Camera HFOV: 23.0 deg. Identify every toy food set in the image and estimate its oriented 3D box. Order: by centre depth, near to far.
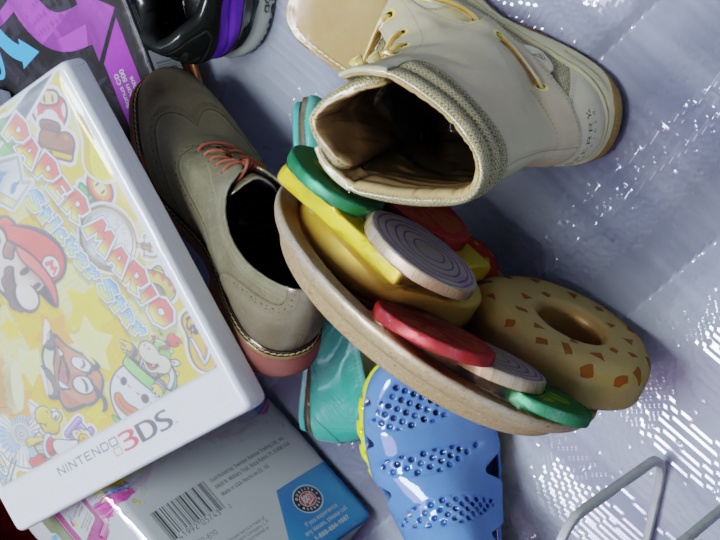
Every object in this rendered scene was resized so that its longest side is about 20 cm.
[{"bbox_3d":[0.044,0.010,0.869,0.200,0.197,0.049,43,110,20],"label":"toy food set"}]

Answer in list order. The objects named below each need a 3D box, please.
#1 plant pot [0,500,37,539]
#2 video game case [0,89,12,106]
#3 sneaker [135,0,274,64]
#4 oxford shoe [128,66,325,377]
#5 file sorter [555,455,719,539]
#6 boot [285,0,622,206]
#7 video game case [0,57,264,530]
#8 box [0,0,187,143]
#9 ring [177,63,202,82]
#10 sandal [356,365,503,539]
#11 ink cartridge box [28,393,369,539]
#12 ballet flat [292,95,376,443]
[{"bbox_3d":[-0.244,0.237,1.159,0.177,0.199,0.202,-26,89,48],"label":"plant pot"},{"bbox_3d":[-0.235,0.011,1.052,0.201,0.017,0.143,-66,28,25],"label":"video game case"},{"bbox_3d":[-0.098,-0.209,0.958,0.069,0.099,0.202,4,107,32],"label":"sneaker"},{"bbox_3d":[-0.065,-0.044,0.942,0.201,0.070,0.075,59,148,27],"label":"oxford shoe"},{"bbox_3d":[0.194,0.194,0.855,0.199,0.138,0.126,22,113,28],"label":"file sorter"},{"bbox_3d":[0.013,-0.096,0.879,0.199,0.155,0.073,31,120,24],"label":"boot"},{"bbox_3d":[-0.166,0.018,0.942,0.181,0.023,0.201,-29,89,30],"label":"video game case"},{"bbox_3d":[-0.194,-0.119,1.074,0.199,0.036,0.144,-21,91,39],"label":"box"},{"bbox_3d":[-0.168,-0.100,1.096,0.199,0.019,0.203,11,110,32],"label":"ring"},{"bbox_3d":[0.052,0.140,0.960,0.079,0.087,0.202,-18,102,-5],"label":"sandal"},{"bbox_3d":[-0.117,0.121,1.046,0.200,0.144,0.085,48,131,13],"label":"ink cartridge box"},{"bbox_3d":[0.000,0.000,0.987,0.070,0.067,0.202,2,107,10],"label":"ballet flat"}]
